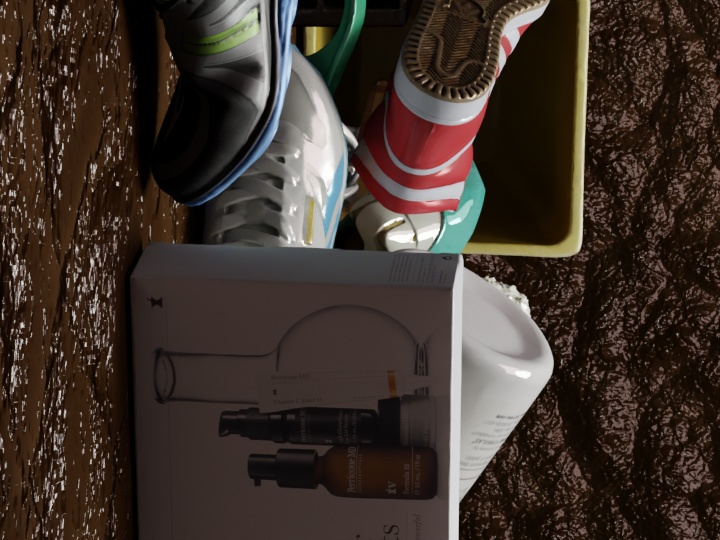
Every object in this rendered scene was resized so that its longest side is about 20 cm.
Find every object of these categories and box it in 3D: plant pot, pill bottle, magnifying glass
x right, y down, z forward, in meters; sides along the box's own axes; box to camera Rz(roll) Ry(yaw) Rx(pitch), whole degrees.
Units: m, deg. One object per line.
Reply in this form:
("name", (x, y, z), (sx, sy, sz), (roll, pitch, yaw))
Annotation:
("plant pot", (0.056, -0.122, 1.824), (0.200, 0.194, 0.196), (-94, -175, -81))
("pill bottle", (0.010, 0.097, 1.433), (0.200, 0.114, 0.114), (-55, -174, 19))
("magnifying glass", (-0.036, -0.090, 1.381), (0.022, 0.079, 0.201), (-23, 113, -69))

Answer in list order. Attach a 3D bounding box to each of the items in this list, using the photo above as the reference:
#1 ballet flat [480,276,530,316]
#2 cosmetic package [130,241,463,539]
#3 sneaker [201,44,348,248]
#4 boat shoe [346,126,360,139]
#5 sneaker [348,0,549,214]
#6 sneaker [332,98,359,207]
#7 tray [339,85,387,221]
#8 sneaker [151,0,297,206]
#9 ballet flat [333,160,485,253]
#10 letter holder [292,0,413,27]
("ballet flat", (0.026, 0.041, 1.560), (0.072, 0.199, 0.072), (44, -36, 44))
("cosmetic package", (-0.029, 0.090, 1.197), (0.052, 0.150, 0.201), (-69, 160, -68))
("sneaker", (-0.049, -0.022, 1.338), (0.081, 0.076, 0.201), (-31, 121, -82))
("boat shoe", (-0.023, 0.004, 1.647), (0.074, 0.064, 0.203), (62, 31, -78))
("sneaker", (0.051, -0.109, 1.448), (0.200, 0.071, 0.113), (-59, 172, -52))
("sneaker", (-0.033, -0.051, 1.493), (0.200, 0.070, 0.074), (71, 22, -75))
("tray", (0.022, -0.017, 1.640), (0.200, 0.037, 0.099), (80, 20, -55))
("sneaker", (-0.069, -0.124, 1.154), (0.071, 0.082, 0.201), (55, -42, 48))
("ballet flat", (0.000, 0.000, 1.479), (0.200, 0.067, 0.070), (-48, 160, -8))
("letter holder", (-0.015, -0.239, 1.474), (0.200, 0.100, 0.143), (-75, 164, -66))
